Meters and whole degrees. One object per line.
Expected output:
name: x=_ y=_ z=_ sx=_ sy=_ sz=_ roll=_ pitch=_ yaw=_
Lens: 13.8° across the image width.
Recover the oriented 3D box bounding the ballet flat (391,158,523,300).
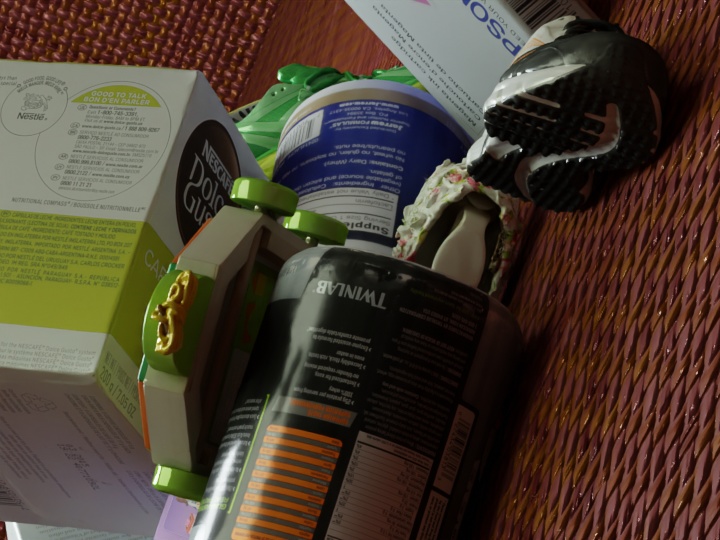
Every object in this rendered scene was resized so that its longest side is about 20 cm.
ballet flat: x=0.027 y=0.037 z=1.485 sx=0.064 sy=0.076 sz=0.200 roll=-165 pitch=92 yaw=-83

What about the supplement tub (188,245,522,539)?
supplement tub: x=-0.008 y=0.100 z=1.371 sx=0.123 sy=0.122 sz=0.200 roll=134 pitch=155 yaw=-74

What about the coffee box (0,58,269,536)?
coffee box: x=-0.167 y=0.015 z=1.661 sx=0.200 sy=0.200 sz=0.198 roll=59 pitch=-139 yaw=-52

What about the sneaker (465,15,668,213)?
sneaker: x=0.093 y=-0.084 z=1.311 sx=0.200 sy=0.074 sz=0.080 roll=145 pitch=147 yaw=-78

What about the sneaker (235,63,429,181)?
sneaker: x=-0.012 y=-0.095 z=1.745 sx=0.074 sy=0.200 sz=0.084 roll=55 pitch=-164 yaw=-60

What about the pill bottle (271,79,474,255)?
pill bottle: x=0.000 y=0.000 z=1.614 sx=0.200 sy=0.116 sz=0.116 roll=-81 pitch=12 yaw=-45

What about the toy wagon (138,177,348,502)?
toy wagon: x=-0.063 y=0.034 z=1.418 sx=0.200 sy=0.040 sz=0.155 roll=33 pitch=-109 yaw=-66

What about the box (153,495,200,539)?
box: x=-0.065 y=0.179 z=1.623 sx=0.137 sy=0.039 sz=0.200 roll=25 pitch=-98 yaw=-53

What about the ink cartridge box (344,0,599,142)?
ink cartridge box: x=0.024 y=-0.157 z=1.581 sx=0.043 sy=0.196 sz=0.200 roll=-41 pitch=-4 yaw=-22

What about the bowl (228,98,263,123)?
bowl: x=-0.032 y=-0.022 z=1.852 sx=0.201 sy=0.200 sz=0.094 roll=-79 pitch=-25 yaw=-52

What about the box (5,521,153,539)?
box: x=-0.142 y=0.223 z=1.767 sx=0.200 sy=0.097 sz=0.125 roll=-115 pitch=17 yaw=-47
